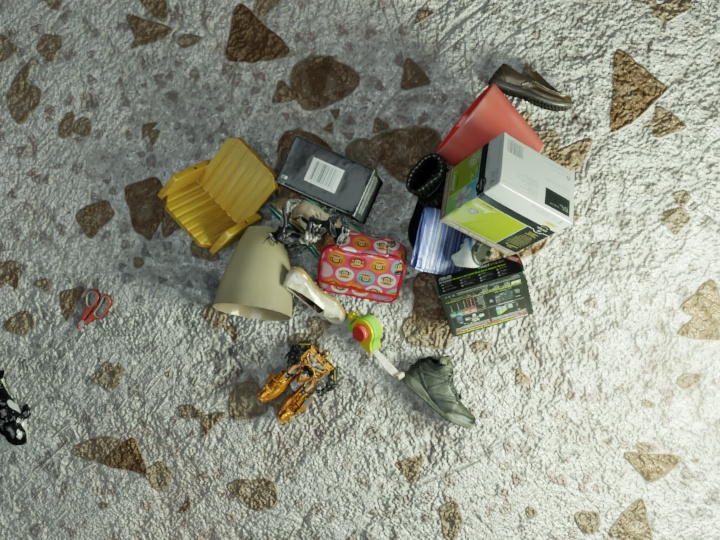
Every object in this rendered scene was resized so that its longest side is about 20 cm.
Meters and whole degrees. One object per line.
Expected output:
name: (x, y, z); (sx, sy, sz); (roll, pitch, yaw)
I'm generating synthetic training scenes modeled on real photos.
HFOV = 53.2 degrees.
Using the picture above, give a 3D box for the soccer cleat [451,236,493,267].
soccer cleat: (0.277, -0.072, 1.633); (0.086, 0.200, 0.070); (-7, 115, 45)

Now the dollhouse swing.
dollhouse swing: (-0.329, -0.186, 1.690); (0.200, 0.182, 0.176); (47, 133, 5)

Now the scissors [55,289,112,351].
scissors: (-0.704, 0.139, 1.830); (0.073, 0.014, 0.200); (32, 93, 5)

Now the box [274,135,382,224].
box: (-0.066, -0.203, 1.642); (0.196, 0.200, 0.118); (25, 91, 7)

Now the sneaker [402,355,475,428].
sneaker: (0.205, 0.275, 1.674); (0.199, 0.076, 0.114); (41, 102, 11)

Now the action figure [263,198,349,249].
action figure: (-0.124, -0.098, 1.592); (0.200, 0.119, 0.102); (-3, 73, 32)

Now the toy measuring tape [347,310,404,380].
toy measuring tape: (0.041, 0.165, 1.688); (0.074, 0.074, 0.200); (-45, 72, 6)

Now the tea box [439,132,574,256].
tea box: (0.305, -0.152, 1.500); (0.200, 0.197, 0.134); (25, 59, -24)

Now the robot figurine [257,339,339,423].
robot figurine: (-0.146, 0.265, 1.731); (0.145, 0.058, 0.200); (44, 97, 4)

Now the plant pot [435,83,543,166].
plant pot: (0.296, -0.285, 1.607); (0.177, 0.200, 0.201); (39, 96, -4)

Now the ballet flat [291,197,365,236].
ballet flat: (-0.076, -0.094, 1.689); (0.200, 0.068, 0.067); (29, 62, -13)

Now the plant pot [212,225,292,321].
plant pot: (-0.238, 0.003, 1.695); (0.187, 0.187, 0.201); (7, 76, 8)

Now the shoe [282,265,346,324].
shoe: (-0.109, 0.070, 1.681); (0.200, 0.070, 0.053); (47, 56, -31)

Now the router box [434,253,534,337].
router box: (0.281, 0.059, 1.626); (0.200, 0.062, 0.150); (-16, 133, 8)

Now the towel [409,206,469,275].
towel: (0.204, -0.059, 1.639); (0.200, 0.024, 0.145); (11, 92, -36)

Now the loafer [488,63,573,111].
loafer: (0.396, -0.422, 1.640); (0.200, 0.073, 0.071); (22, 95, 7)

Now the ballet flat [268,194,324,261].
ballet flat: (-0.134, -0.105, 1.724); (0.065, 0.071, 0.200); (-43, 89, -10)

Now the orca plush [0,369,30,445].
orca plush: (-0.910, 0.354, 1.832); (0.105, 0.071, 0.201); (-7, 90, 8)

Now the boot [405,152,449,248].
boot: (0.147, -0.154, 1.632); (0.079, 0.158, 0.212); (18, 91, 19)

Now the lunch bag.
lunch bag: (0.000, 0.000, 1.668); (0.199, 0.082, 0.176); (11, 134, -1)
